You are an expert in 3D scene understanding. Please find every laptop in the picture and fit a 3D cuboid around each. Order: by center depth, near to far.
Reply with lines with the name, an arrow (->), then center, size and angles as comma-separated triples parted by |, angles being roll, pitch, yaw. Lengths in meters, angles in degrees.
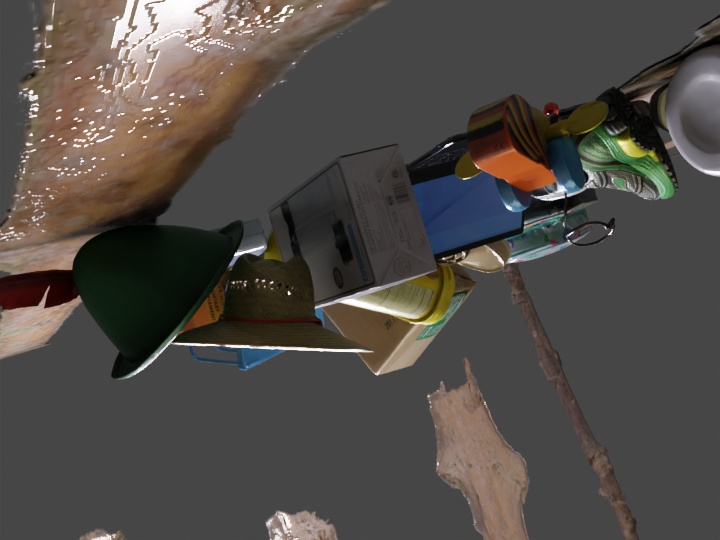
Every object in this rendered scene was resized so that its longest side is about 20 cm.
laptop -> 0.138, -0.083, 0.833 | 0.176, 0.104, 0.200 | -17, 179, -22

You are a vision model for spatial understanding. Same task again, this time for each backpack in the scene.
backpack -> 0.252, -0.093, 1.221 | 0.199, 0.151, 0.177 | -13, -178, 28

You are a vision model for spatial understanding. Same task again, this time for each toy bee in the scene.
toy bee -> 0.144, -0.103, 0.680 | 0.130, 0.109, 0.200 | -9, 156, 13

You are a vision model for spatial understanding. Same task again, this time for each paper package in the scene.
paper package -> 0.047, 0.030, 1.232 | 0.103, 0.191, 0.200 | -15, 147, -47

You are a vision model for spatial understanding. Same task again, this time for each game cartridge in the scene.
game cartridge -> -0.186, -0.015, 0.938 | 0.133, 0.042, 0.200 | -12, 176, -25

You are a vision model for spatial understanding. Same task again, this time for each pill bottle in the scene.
pill bottle -> 0.384, -0.159, 0.709 | 0.199, 0.113, 0.112 | -17, 179, -21

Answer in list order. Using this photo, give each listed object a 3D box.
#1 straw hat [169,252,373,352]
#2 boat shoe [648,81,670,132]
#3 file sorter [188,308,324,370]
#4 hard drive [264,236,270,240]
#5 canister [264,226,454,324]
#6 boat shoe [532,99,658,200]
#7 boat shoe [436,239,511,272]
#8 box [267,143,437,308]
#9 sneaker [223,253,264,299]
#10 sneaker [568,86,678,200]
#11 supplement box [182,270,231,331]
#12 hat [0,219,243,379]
straw hat -> -0.080, 0.027, 0.707 | 0.200, 0.086, 0.201 | 2, 174, 0
boat shoe -> 0.374, -0.176, 0.857 | 0.199, 0.072, 0.068 | -11, -163, -31
file sorter -> -0.170, 0.054, 1.262 | 0.122, 0.140, 0.200 | 2, -165, 35
hard drive -> -0.122, -0.033, 1.169 | 0.199, 0.026, 0.132 | -16, 178, -35
canister -> 0.000, 0.000, 0.962 | 0.148, 0.087, 0.200 | 21, -176, 41
boat shoe -> 0.252, -0.136, 0.927 | 0.064, 0.075, 0.202 | -10, 171, -29
boat shoe -> 0.100, -0.036, 0.956 | 0.199, 0.065, 0.072 | 26, 137, -28
box -> -0.016, -0.031, 0.744 | 0.060, 0.117, 0.200 | -17, 179, -25
sneaker -> -0.088, -0.002, 1.047 | 0.200, 0.077, 0.085 | -31, -166, -33
sneaker -> 0.258, -0.117, 0.805 | 0.085, 0.078, 0.200 | -27, 149, 32
supplement box -> -0.159, 0.028, 1.087 | 0.199, 0.067, 0.069 | -17, -175, -39
hat -> -0.219, -0.021, 0.654 | 0.165, 0.176, 0.200 | -36, -158, 33
